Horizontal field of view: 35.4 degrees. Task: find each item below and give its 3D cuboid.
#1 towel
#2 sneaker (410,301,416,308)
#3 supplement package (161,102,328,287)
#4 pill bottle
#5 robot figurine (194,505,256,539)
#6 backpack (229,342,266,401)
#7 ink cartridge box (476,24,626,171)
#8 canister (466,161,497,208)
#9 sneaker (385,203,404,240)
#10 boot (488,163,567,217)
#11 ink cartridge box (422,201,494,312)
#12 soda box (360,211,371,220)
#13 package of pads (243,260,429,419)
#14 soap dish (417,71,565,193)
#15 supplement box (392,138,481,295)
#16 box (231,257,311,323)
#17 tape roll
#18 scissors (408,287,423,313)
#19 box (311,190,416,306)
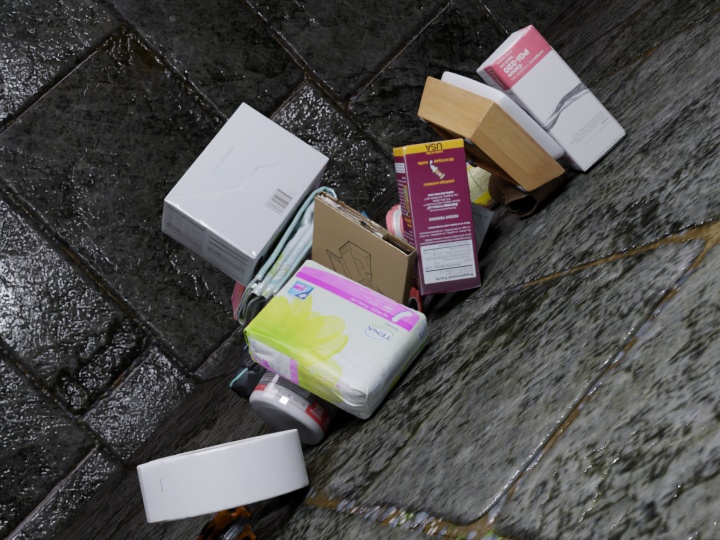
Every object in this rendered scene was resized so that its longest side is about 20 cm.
[{"bbox_3d":[-0.109,-0.016,1.673,0.200,0.048,0.171,-55,0,-25],"label":"towel"},{"bbox_3d":[0.082,0.002,1.746,0.115,0.076,0.201,-36,25,49],"label":"sneaker"},{"bbox_3d":[-0.168,-0.109,1.647,0.200,0.155,0.111,-55,-3,-25],"label":"supplement package"},{"bbox_3d":[-0.055,0.126,1.551,0.200,0.114,0.114,-58,12,-24],"label":"pill bottle"},{"bbox_3d":[-0.195,0.358,1.332,0.200,0.058,0.145,-46,7,-9],"label":"robot figurine"},{"bbox_3d":[-0.102,0.135,1.728,0.176,0.153,0.200,-51,12,3],"label":"backpack"},{"bbox_3d":[0.266,-0.239,1.590,0.085,0.200,0.146,-44,6,4],"label":"ink cartridge box"},{"bbox_3d":[0.201,-0.145,1.924,0.200,0.087,0.149,-40,8,23],"label":"canister"},{"bbox_3d":[0.119,-0.102,1.780,0.087,0.074,0.200,-4,32,34],"label":"sneaker"},{"bbox_3d":[0.227,-0.117,1.670,0.076,0.074,0.200,-52,11,-12],"label":"boot"},{"bbox_3d":[0.140,-0.024,1.734,0.200,0.043,0.174,-108,39,-83],"label":"ink cartridge box"},{"bbox_3d":[0.014,-0.024,1.713,0.064,0.068,0.200,-38,18,4],"label":"soda box"},{"bbox_3d":[-0.033,0.088,1.454,0.155,0.199,0.068,-49,-29,-32],"label":"package of pads"},{"bbox_3d":[0.177,-0.193,1.581,0.081,0.157,0.200,-52,29,1],"label":"soap dish"},{"bbox_3d":[0.104,-0.075,1.541,0.085,0.201,0.110,-8,6,-4],"label":"supplement box"},{"bbox_3d":[-0.139,-0.014,1.849,0.103,0.094,0.201,-115,42,-69],"label":"box"},{"bbox_3d":[-0.166,0.247,1.364,0.202,0.071,0.202,-12,-6,-1],"label":"tape roll"},{"bbox_3d":[0.087,-0.006,1.654,0.073,0.014,0.201,13,77,41],"label":"scissors"},{"bbox_3d":[0.000,0.000,1.573,0.021,0.163,0.200,-43,-25,-33],"label":"box"}]
